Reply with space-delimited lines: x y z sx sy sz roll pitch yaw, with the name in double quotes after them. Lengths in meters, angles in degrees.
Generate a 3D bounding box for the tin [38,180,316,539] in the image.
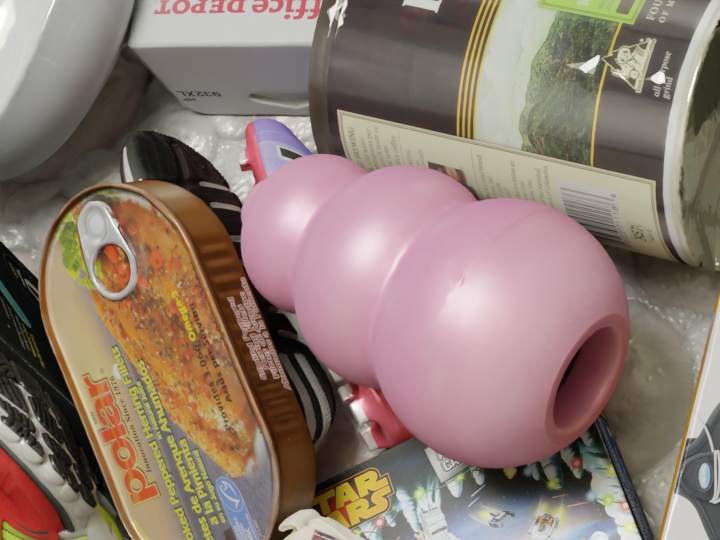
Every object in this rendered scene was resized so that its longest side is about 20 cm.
-0.089 0.053 1.374 0.112 0.042 0.201 -28 80 35 "tin"

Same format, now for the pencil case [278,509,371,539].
0.044 0.161 1.269 0.199 0.078 0.090 9 98 38 "pencil case"

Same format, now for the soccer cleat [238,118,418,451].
0.000 0.000 1.440 0.076 0.067 0.201 -23 60 -6 "soccer cleat"

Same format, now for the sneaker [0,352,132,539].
-0.169 0.116 1.376 0.085 0.200 0.077 -28 39 2 "sneaker"

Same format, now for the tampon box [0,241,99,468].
-0.241 0.031 1.428 0.126 0.200 0.150 -37 41 5 "tampon box"

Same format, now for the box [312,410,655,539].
0.041 0.148 1.365 0.199 0.040 0.138 -27 59 11 "box"

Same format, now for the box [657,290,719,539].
0.203 0.095 1.297 0.118 0.042 0.201 15 71 5 "box"

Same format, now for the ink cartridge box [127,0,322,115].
-0.028 -0.191 1.518 0.144 0.084 0.201 2 69 24 "ink cartridge box"

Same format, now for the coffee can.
0.096 -0.091 1.385 0.199 0.146 0.147 14 74 27 "coffee can"

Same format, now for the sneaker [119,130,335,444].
-0.099 0.033 1.445 0.116 0.075 0.201 -45 55 28 "sneaker"

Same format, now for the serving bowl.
-0.169 -0.135 1.533 0.200 0.065 0.201 -44 36 44 "serving bowl"

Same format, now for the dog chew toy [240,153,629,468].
0.026 0.009 1.336 0.199 0.125 0.125 27 80 29 "dog chew toy"
